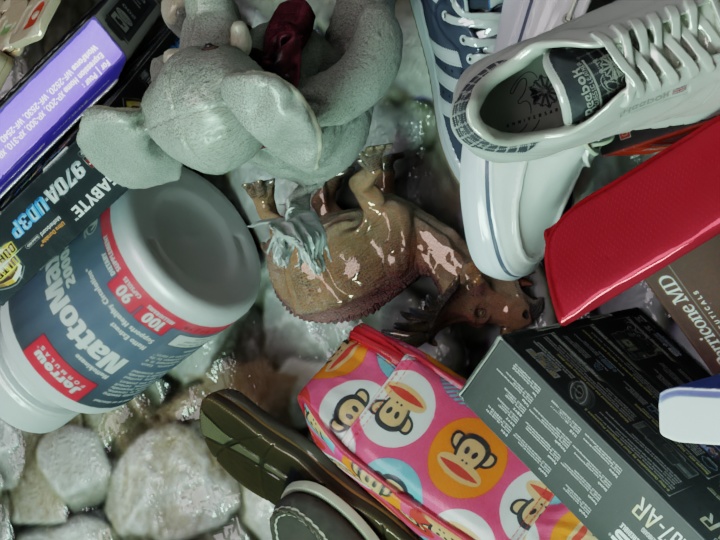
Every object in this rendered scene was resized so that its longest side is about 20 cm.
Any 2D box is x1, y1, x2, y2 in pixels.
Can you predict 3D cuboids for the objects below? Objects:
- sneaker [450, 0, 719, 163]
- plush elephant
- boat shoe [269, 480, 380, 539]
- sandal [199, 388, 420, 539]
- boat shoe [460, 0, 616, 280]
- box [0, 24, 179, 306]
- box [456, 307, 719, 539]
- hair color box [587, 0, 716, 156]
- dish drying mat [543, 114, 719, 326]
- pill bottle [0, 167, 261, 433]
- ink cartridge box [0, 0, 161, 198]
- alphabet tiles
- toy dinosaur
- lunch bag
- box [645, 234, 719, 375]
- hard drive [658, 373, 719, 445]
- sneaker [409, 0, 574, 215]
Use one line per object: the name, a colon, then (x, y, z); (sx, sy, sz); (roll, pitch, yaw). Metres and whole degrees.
sneaker: (0.139, -0.102, 0.852); (0.199, 0.080, 0.077); (-24, 89, 5)
plush elephant: (-0.067, -0.106, 0.963); (0.164, 0.155, 0.201); (-7, 78, 24)
boat shoe: (-0.004, 0.227, 1.073); (0.072, 0.061, 0.202); (-19, 103, 46)
sandal: (-0.019, 0.141, 1.117); (0.200, 0.055, 0.082); (38, 139, 17)
boat shoe: (0.103, -0.089, 0.923); (0.067, 0.073, 0.201); (16, 105, 39)
box: (-0.163, -0.084, 1.121); (0.046, 0.200, 0.159); (44, 123, -13)
box: (0.168, 0.106, 0.914); (0.200, 0.160, 0.044); (45, 118, 23)
hair color box: (0.212, -0.135, 0.921); (0.199, 0.061, 0.102); (-18, 84, 35)
dish drying mat: (0.175, -0.048, 0.861); (0.199, 0.018, 0.077); (-33, 33, 22)
pill bottle: (-0.173, 0.027, 1.183); (0.200, 0.119, 0.120); (-37, 73, 33)
ink cartridge box: (-0.219, -0.097, 1.141); (0.198, 0.200, 0.043); (-42, 104, 15)
alphabet tiles: (-0.228, -0.191, 1.188); (0.195, 0.015, 0.201); (-7, 55, 58)
toy dinosaur: (0.000, 0.000, 1.074); (0.199, 0.086, 0.136); (-13, 88, 37)
lunch bag: (0.063, 0.128, 1.001); (0.200, 0.176, 0.082); (36, 77, 21)
box: (0.243, -0.029, 0.877); (0.199, 0.075, 0.100); (-22, 119, 37)
hard drive: (0.245, 0.057, 0.828); (0.131, 0.199, 0.026); (0, 94, 36)
sneaker: (0.080, -0.122, 0.986); (0.109, 0.070, 0.201); (127, 127, -72)
